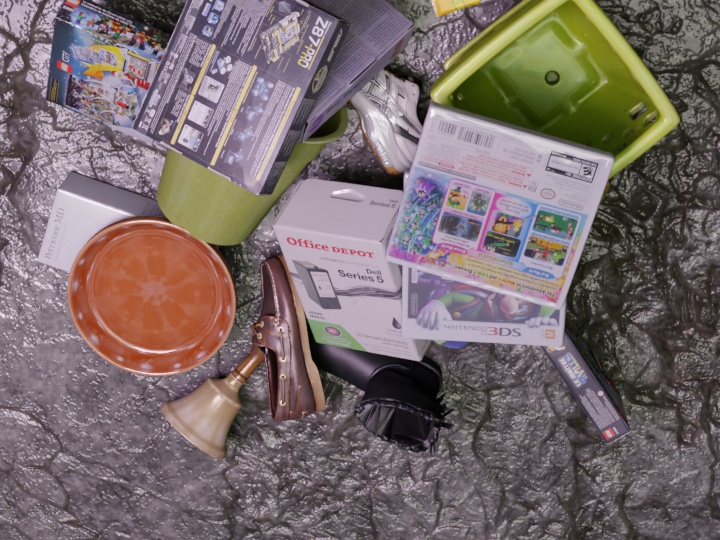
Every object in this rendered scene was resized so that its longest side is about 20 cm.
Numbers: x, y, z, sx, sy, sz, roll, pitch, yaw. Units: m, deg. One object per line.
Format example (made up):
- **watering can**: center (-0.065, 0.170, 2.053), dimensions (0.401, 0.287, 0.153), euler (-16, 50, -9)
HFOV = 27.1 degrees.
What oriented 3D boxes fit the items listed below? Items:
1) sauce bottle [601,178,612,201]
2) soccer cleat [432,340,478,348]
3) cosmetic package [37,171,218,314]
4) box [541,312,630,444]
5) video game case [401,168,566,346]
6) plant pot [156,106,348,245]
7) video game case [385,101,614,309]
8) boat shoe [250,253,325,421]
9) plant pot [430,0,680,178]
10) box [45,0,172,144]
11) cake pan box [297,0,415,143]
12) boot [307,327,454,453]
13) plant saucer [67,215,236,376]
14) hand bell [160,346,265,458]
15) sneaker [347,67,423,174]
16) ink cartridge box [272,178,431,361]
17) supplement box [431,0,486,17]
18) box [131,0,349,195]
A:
- **sauce bottle**: center (0.225, -0.045, 1.727), dimensions (0.065, 0.065, 0.200), euler (32, 80, -9)
- **soccer cleat**: center (0.125, -0.008, 1.705), dimensions (0.084, 0.065, 0.201), euler (18, 93, -27)
- **cosmetic package**: center (-0.274, -0.033, 1.793), dimensions (0.200, 0.071, 0.102), euler (18, 111, -4)
- **box**: center (0.255, 0.103, 1.799), dimensions (0.035, 0.110, 0.200), euler (-31, 106, 13)
- **video game case**: center (0.136, -0.012, 1.625), dimensions (0.181, 0.023, 0.200), euler (3, 115, 5)
- **plant pot**: center (-0.143, -0.136, 1.701), dimensions (0.200, 0.200, 0.190), euler (26, 121, -7)
- **video game case**: center (0.144, -0.066, 1.573), dimensions (0.199, 0.024, 0.182), euler (16, 115, -1)
- **boat shoe**: center (-0.096, 0.083, 1.794), dimensions (0.070, 0.070, 0.201), euler (-13, 92, -12)
- **plant pot**: center (0.209, -0.201, 1.650), dimensions (0.199, 0.182, 0.200), euler (-37, 104, 14)
- **box**: center (-0.278, -0.222, 1.671), dimensions (0.136, 0.200, 0.038), euler (24, 66, -6)
- **cake pan box**: center (-0.070, -0.256, 1.620), dimensions (0.184, 0.200, 0.052), euler (38, 151, 10)
- **boot**: center (0.016, 0.141, 1.796), dimensions (0.198, 0.163, 0.073), euler (21, 112, -4)
- **plant saucer**: center (-0.245, 0.029, 1.761), dimensions (0.200, 0.032, 0.201), euler (1, 113, 2)
- **hand bell**: center (-0.146, 0.125, 1.850), dimensions (0.104, 0.104, 0.200), euler (39, 96, -11)
- **sneaker**: center (0.023, -0.213, 1.722), dimensions (0.088, 0.076, 0.200), euler (-31, 111, -1)
- **ink cartridge box**: center (0.000, 0.000, 1.723), dimensions (0.145, 0.084, 0.200), euler (9, 139, 28)
- **supplement box**: center (0.161, -0.366, 1.629), dimensions (0.200, 0.109, 0.110), euler (-16, 109, 9)
- **box**: center (-0.125, -0.201, 1.537), dimensions (0.161, 0.049, 0.200), euler (28, 101, 14)
